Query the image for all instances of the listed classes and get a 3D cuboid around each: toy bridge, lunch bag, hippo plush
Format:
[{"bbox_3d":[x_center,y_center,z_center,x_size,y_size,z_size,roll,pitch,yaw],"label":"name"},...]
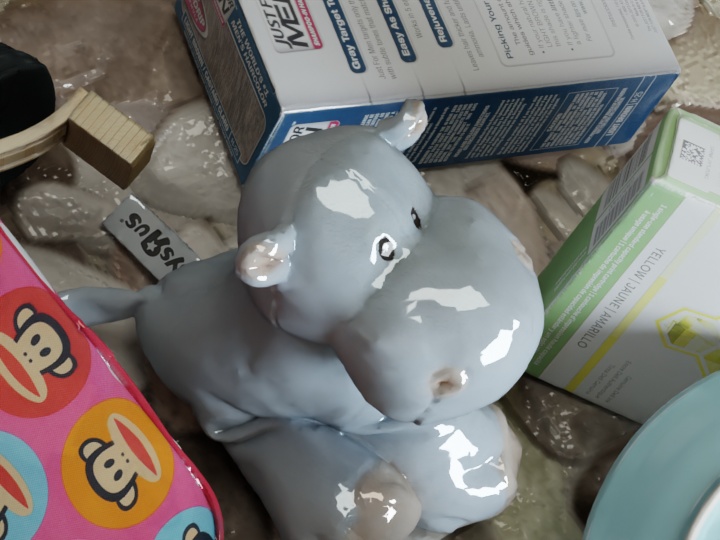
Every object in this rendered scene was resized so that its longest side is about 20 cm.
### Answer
[{"bbox_3d":[-0.162,0.008,0.866,0.067,0.027,0.200,37,69,3],"label":"toy bridge"},{"bbox_3d":[-0.161,0.077,0.782,0.176,0.082,0.200,-45,107,-28],"label":"lunch bag"},{"bbox_3d":[0.000,0.000,0.890,0.200,0.161,0.159,40,52,6],"label":"hippo plush"}]

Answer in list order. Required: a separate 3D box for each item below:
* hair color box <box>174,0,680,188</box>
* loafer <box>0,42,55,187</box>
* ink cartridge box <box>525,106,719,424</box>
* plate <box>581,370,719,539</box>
[{"bbox_3d":[0.030,-0.102,1.034,0.200,0.061,0.100,-7,61,-28],"label":"hair color box"},{"bbox_3d":[-0.212,-0.039,0.893,0.072,0.073,0.200,35,44,29],"label":"loafer"},{"bbox_3d":[0.180,0.025,0.961,0.200,0.146,0.048,24,52,-7],"label":"ink cartridge box"},{"bbox_3d":[0.181,0.130,0.910,0.200,0.026,0.200,1,86,-11],"label":"plate"}]
